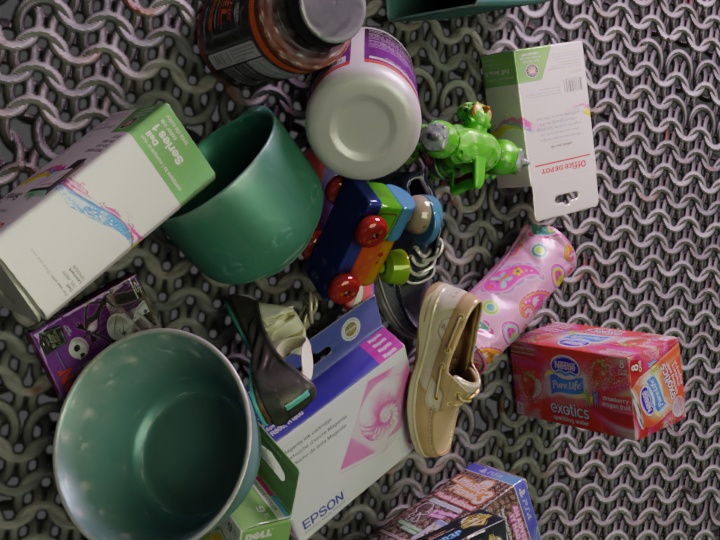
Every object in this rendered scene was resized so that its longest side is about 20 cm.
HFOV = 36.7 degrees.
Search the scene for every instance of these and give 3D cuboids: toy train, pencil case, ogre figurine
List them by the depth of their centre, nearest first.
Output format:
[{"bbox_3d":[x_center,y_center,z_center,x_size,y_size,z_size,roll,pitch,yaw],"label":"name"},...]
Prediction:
[{"bbox_3d":[0.000,0.000,1.118,0.115,0.085,0.201,2,128,-36],"label":"toy train"},{"bbox_3d":[0.104,-0.134,1.214,0.199,0.119,0.099,33,76,-31],"label":"ogre figurine"},{"bbox_3d":[0.172,0.032,1.294,0.200,0.087,0.088,-45,115,-21],"label":"pencil case"}]

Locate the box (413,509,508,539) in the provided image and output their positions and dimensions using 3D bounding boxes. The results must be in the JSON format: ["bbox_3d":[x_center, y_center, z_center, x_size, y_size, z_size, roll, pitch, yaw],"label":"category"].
[{"bbox_3d":[0.099,0.384,1.178,0.157,0.046,0.203,-17,102,-31],"label":"box"}]

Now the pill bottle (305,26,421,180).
[{"bbox_3d":[0.003,-0.176,1.094,0.111,0.201,0.114,0,116,0],"label":"pill bottle"}]

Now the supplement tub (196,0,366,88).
[{"bbox_3d":[-0.074,-0.238,1.039,0.106,0.199,0.109,-1,91,-32],"label":"supplement tub"}]

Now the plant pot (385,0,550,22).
[{"bbox_3d":[0.144,-0.355,1.217,0.198,0.140,0.144,-8,98,-40],"label":"plant pot"}]

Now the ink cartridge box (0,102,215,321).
[{"bbox_3d":[-0.249,-0.056,0.972,0.200,0.144,0.084,-43,114,-22],"label":"ink cartridge box"}]

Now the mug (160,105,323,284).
[{"bbox_3d":[-0.102,-0.073,1.064,0.185,0.151,0.115,-50,120,-20],"label":"mug"}]

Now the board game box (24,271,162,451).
[{"bbox_3d":[-0.232,0.118,1.068,0.119,0.032,0.202,-31,110,-23],"label":"board game box"}]

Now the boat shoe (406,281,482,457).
[{"bbox_3d":[0.098,0.117,1.196,0.073,0.068,0.203,-20,117,-54],"label":"boat shoe"}]

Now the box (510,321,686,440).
[{"bbox_3d":[0.279,0.128,1.302,0.095,0.199,0.101,-14,101,-33],"label":"box"}]

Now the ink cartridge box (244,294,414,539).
[{"bbox_3d":[-0.024,0.161,1.166,0.195,0.043,0.202,-35,131,-26],"label":"ink cartridge box"}]

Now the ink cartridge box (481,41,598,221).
[{"bbox_3d":[0.219,-0.168,1.318,0.116,0.067,0.203,-14,100,-32],"label":"ink cartridge box"}]

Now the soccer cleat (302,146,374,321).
[{"bbox_3d":[-0.013,-0.041,1.165,0.076,0.067,0.202,-19,102,7],"label":"soccer cleat"}]

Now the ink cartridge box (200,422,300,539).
[{"bbox_3d":[-0.120,0.257,1.068,0.059,0.104,0.203,-6,118,-33],"label":"ink cartridge box"}]

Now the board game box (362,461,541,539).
[{"bbox_3d":[0.114,0.350,1.270,0.199,0.096,0.161,-27,108,-29],"label":"board game box"}]

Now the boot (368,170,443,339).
[{"bbox_3d":[0.057,-0.014,1.209,0.072,0.090,0.202,-27,108,-29],"label":"boot"}]

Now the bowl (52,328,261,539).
[{"bbox_3d":[-0.171,0.163,1.002,0.203,0.199,0.105,-70,157,-8],"label":"bowl"}]

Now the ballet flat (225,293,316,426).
[{"bbox_3d":[-0.083,0.078,1.062,0.068,0.201,0.068,-25,126,-1],"label":"ballet flat"}]
